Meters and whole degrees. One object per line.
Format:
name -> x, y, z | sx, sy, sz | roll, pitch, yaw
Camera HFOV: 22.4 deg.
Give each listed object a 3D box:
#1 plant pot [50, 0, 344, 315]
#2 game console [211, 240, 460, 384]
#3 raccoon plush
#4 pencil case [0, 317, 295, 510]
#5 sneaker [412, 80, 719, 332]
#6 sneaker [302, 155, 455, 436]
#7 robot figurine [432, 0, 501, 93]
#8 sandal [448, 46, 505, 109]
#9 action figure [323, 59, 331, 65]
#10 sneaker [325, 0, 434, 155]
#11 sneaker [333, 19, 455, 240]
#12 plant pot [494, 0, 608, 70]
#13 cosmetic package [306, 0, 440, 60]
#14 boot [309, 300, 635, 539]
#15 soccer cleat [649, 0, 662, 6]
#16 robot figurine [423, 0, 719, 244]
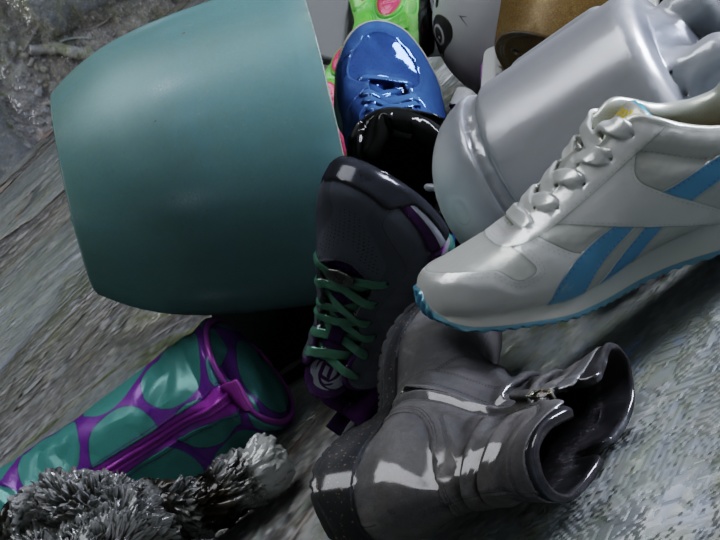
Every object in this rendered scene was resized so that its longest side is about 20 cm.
plant pot -> -0.096, -0.063, 1.099 | 0.160, 0.202, 0.201 | -13, 15, -4
game console -> 0.000, 0.000, 1.240 | 0.200, 0.117, 0.176 | -33, -14, 21
raccoon plush -> -0.131, 0.160, 0.963 | 0.200, 0.097, 0.134 | -36, 23, 12
pencil case -> -0.140, 0.113, 1.117 | 0.200, 0.085, 0.092 | -35, 4, 15
sneaker -> 0.114, -0.033, 0.850 | 0.199, 0.081, 0.077 | -23, 18, -3
sneaker -> 0.003, 0.022, 0.953 | 0.088, 0.074, 0.200 | -57, -22, -20
robot figurine -> 0.115, -0.200, 1.331 | 0.124, 0.151, 0.200 | -20, 20, 18
sandal -> 0.077, -0.088, 1.168 | 0.050, 0.083, 0.203 | -10, 24, 12
action figure -> -0.006, -0.099, 1.459 | 0.199, 0.135, 0.149 | -11, -14, 37
sneaker -> 0.023, -0.147, 1.297 | 0.076, 0.084, 0.201 | -7, 50, 26
sneaker -> 0.025, -0.085, 1.093 | 0.111, 0.076, 0.201 | 103, 167, -63
plant pot -> 0.171, -0.201, 1.155 | 0.200, 0.186, 0.186 | -59, 20, -15
cosmetic package -> 0.038, -0.223, 1.440 | 0.071, 0.102, 0.199 | 19, 20, 42
boot -> 0.069, 0.059, 0.838 | 0.131, 0.070, 0.200 | -19, 24, 29
soccer cleat -> 0.223, -0.194, 1.043 | 0.200, 0.070, 0.086 | -57, 11, -4
robot figurine -> 0.120, -0.066, 0.956 | 0.200, 0.113, 0.170 | -32, 40, 24
